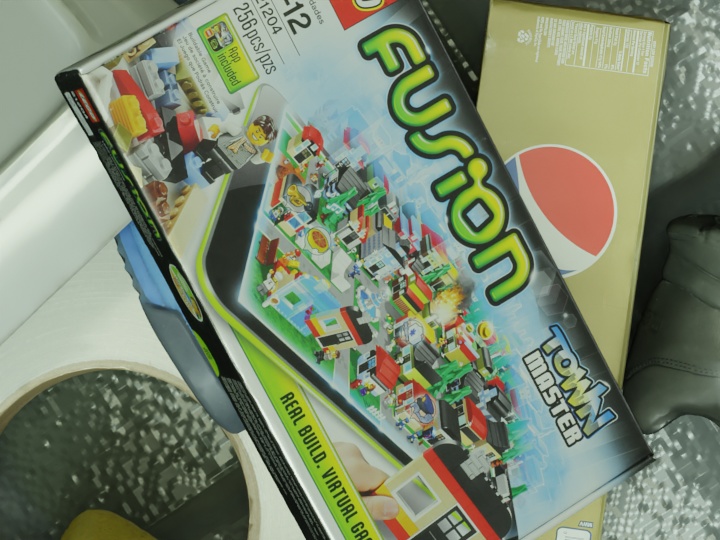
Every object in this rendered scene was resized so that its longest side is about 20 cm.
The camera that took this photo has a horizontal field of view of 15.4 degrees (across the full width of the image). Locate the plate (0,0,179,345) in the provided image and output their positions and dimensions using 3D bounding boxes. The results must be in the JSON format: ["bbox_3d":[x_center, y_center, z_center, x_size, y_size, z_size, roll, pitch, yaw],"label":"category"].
[{"bbox_3d":[-0.161,-0.051,0.891,0.200,0.032,0.200,-43,53,-1],"label":"plate"}]

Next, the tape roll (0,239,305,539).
[{"bbox_3d":[-0.087,0.086,0.933,0.202,0.037,0.204,0,87,1],"label":"tape roll"}]

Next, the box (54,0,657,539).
[{"bbox_3d":[0.000,0.000,0.835,0.110,0.035,0.200,-31,100,-15],"label":"box"}]

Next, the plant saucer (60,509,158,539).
[{"bbox_3d":[-0.064,0.211,0.862,0.200,0.048,0.200,31,92,10],"label":"plant saucer"}]

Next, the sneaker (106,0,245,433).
[{"bbox_3d":[-0.047,-0.044,0.892,0.078,0.066,0.201,-20,61,7],"label":"sneaker"}]

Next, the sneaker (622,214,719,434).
[{"bbox_3d":[0.183,0.056,0.918,0.199,0.076,0.091,27,98,9],"label":"sneaker"}]

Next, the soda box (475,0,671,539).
[{"bbox_3d":[0.061,0.011,0.916,0.064,0.068,0.201,8,88,2],"label":"soda box"}]
